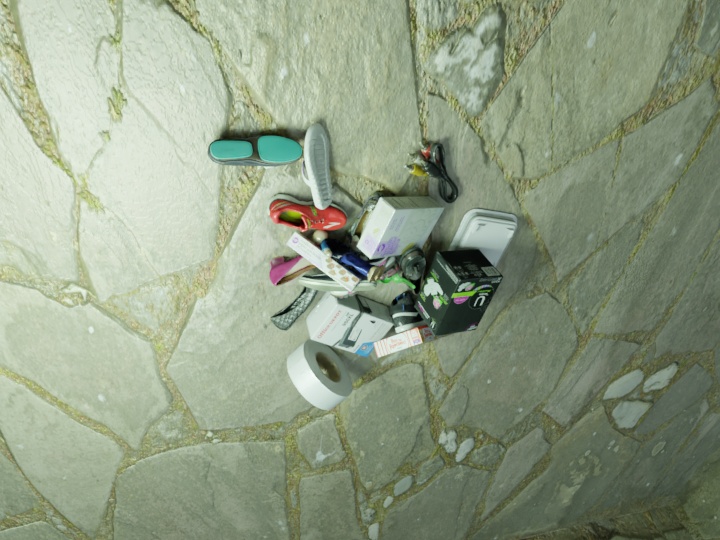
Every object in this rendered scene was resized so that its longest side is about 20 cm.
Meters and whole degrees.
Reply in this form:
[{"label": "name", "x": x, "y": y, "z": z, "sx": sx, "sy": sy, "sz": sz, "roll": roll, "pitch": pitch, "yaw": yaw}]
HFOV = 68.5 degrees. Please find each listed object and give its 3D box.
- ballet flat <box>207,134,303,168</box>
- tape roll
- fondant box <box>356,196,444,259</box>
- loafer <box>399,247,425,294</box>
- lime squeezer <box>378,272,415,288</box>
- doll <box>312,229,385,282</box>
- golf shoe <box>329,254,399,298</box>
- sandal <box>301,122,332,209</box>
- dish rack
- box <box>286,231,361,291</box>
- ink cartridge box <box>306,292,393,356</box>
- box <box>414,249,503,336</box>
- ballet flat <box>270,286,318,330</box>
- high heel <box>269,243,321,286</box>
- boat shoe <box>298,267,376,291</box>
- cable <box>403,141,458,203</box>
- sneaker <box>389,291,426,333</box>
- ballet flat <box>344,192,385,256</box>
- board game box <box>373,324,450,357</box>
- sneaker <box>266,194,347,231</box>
[{"label": "ballet flat", "x": -0.226, "y": -0.253, "z": 1.139, "sx": 0.200, "sy": 0.073, "sz": 0.073, "roll": -4, "pitch": 128, "yaw": -15}, {"label": "tape roll", "x": -0.116, "y": 0.296, "z": 1.516, "sx": 0.071, "sy": 0.203, "sz": 0.202, "roll": -41, "pitch": 128, "yaw": 17}, {"label": "fondant box", "x": 0.101, "y": -0.108, "z": 1.304, "sx": 0.200, "sy": 0.058, "sz": 0.144, "roll": -9, "pitch": 135, "yaw": -46}, {"label": "loafer", "x": 0.148, "y": 0.004, "z": 1.408, "sx": 0.072, "sy": 0.063, "sz": 0.200, "roll": -25, "pitch": 158, "yaw": -5}, {"label": "lime squeezer", "x": 0.077, "y": 0.025, "z": 1.434, "sx": 0.071, "sy": 0.200, "sz": 0.038, "roll": -29, "pitch": 110, "yaw": -47}, {"label": "doll", "x": -0.036, "y": -0.039, "z": 1.292, "sx": 0.049, "sy": 0.200, "sz": 0.136, "roll": -64, "pitch": 159, "yaw": 14}, {"label": "golf shoe", "x": 0.000, "y": 0.000, "z": 1.408, "sx": 0.200, "sy": 0.073, "sz": 0.092, "roll": -28, "pitch": 121, "yaw": -4}, {"label": "sandal", "x": -0.107, "y": -0.231, "z": 1.196, "sx": 0.050, "sy": 0.082, "sz": 0.203, "roll": 14, "pitch": 127, "yaw": 27}, {"label": "dish rack", "x": 0.340, "y": -0.070, "z": 1.472, "sx": 0.171, "sy": 0.044, "sz": 0.200, "roll": 6, "pitch": 126, "yaw": -22}, {"label": "box", "x": -0.088, "y": -0.022, "z": 1.295, "sx": 0.200, "sy": 0.041, "sz": 0.039, "roll": 36, "pitch": 95, "yaw": 5}, {"label": "ink cartridge box", "x": -0.031, "y": 0.147, "z": 1.500, "sx": 0.200, "sy": 0.084, "sz": 0.145, "roll": 22, "pitch": 118, "yaw": -30}, {"label": "box", "x": 0.261, "y": 0.059, "z": 1.432, "sx": 0.148, "sy": 0.124, "sz": 0.200, "roll": -3, "pitch": 131, "yaw": -27}, {"label": "ballet flat", "x": -0.171, "y": 0.086, "z": 1.422, "sx": 0.057, "sy": 0.066, "sz": 0.200, "roll": 34, "pitch": 110, "yaw": -18}, {"label": "high heel", "x": -0.132, "y": -0.014, "z": 1.333, "sx": 0.200, "sy": 0.096, "sz": 0.067, "roll": -10, "pitch": 129, "yaw": -9}, {"label": "boat shoe", "x": -0.058, "y": 0.018, "z": 1.347, "sx": 0.200, "sy": 0.062, "sz": 0.075, "roll": -1, "pitch": 165, "yaw": 6}, {"label": "cable", "x": 0.189, "y": -0.246, "z": 1.301, "sx": 0.200, "sy": 0.050, "sz": 0.097, "roll": 31, "pitch": 97, "yaw": -47}, {"label": "sneaker", "x": 0.160, "y": 0.112, "z": 1.544, "sx": 0.073, "sy": 0.112, "sz": 0.200, "roll": -22, "pitch": 170, "yaw": 35}, {"label": "ballet flat", "x": 0.012, "y": -0.100, "z": 1.329, "sx": 0.072, "sy": 0.072, "sz": 0.200, "roll": 11, "pitch": 124, "yaw": -24}, {"label": "board game box", "x": 0.154, "y": 0.197, "z": 1.527, "sx": 0.151, "sy": 0.046, "sz": 0.200, "roll": -24, "pitch": 168, "yaw": 30}, {"label": "sneaker", "x": -0.124, "y": -0.120, "z": 1.259, "sx": 0.200, "sy": 0.085, "sz": 0.077, "roll": 6, "pitch": 126, "yaw": -22}]
